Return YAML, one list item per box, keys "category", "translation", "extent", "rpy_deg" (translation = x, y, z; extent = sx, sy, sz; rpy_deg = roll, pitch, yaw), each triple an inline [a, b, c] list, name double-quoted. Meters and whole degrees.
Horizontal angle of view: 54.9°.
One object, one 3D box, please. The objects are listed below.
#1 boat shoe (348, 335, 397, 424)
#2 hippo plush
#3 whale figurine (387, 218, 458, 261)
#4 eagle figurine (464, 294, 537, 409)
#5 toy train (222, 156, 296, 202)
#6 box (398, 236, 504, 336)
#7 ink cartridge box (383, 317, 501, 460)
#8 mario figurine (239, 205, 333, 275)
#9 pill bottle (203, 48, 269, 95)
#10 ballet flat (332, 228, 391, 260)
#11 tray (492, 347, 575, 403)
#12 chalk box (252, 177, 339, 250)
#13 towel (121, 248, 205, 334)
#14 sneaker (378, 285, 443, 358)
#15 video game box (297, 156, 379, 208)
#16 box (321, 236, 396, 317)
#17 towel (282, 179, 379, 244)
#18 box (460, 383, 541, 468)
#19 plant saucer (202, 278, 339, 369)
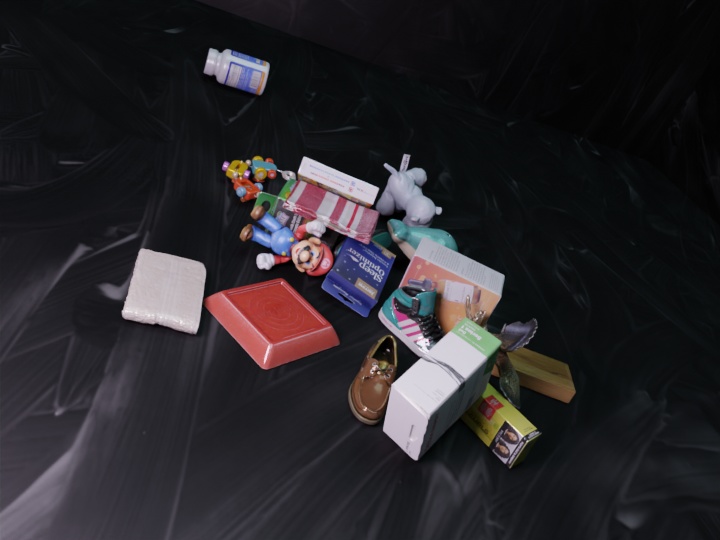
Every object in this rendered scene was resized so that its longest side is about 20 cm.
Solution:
- category: "boat shoe"
  translation: [0.027, 0.186, 1.235]
  extent: [0.071, 0.068, 0.200]
  rpy_deg: [22, 30, -6]
- category: "hippo plush"
  translation: [0.151, -0.190, 1.851]
  extent: [0.159, 0.201, 0.161]
  rpy_deg: [-28, 63, -29]
- category: "whale figurine"
  translation: [0.155, -0.067, 1.674]
  extent: [0.199, 0.104, 0.160]
  rpy_deg: [35, 21, -28]
- category: "eagle figurine"
  translation: [0.269, 0.158, 1.339]
  extent: [0.200, 0.151, 0.152]
  rpy_deg: [26, -23, 52]
- category: "toy train"
  translation: [-0.260, -0.219, 1.720]
  extent: [0.150, 0.056, 0.200]
  rpy_deg: [37, 34, 19]
- category: "box"
  translation: [0.186, 0.049, 1.496]
  extent: [0.199, 0.153, 0.106]
  rpy_deg: [25, 29, 4]
- category: "ink cartridge box"
  translation: [0.135, 0.197, 1.156]
  extent: [0.084, 0.147, 0.200]
  rpy_deg: [36, 53, 26]
- category: "mario figurine"
  translation: [-0.148, -0.055, 1.436]
  extent: [0.199, 0.124, 0.106]
  rpy_deg: [28, 46, -1]
- category: "pill bottle"
  translation: [-0.407, -0.658, 2.276]
  extent: [0.198, 0.113, 0.112]
  rpy_deg: [14, 30, -17]
- category: "ballet flat"
  translation: [-0.010, -0.055, 1.624]
  extent: [0.073, 0.073, 0.199]
  rpy_deg: [39, 38, 26]
- category: "tray"
  translation: [0.355, 0.207, 1.481]
  extent: [0.199, 0.037, 0.099]
  rpy_deg: [22, 29, -6]
- category: "chalk box"
  translation: [-0.141, -0.117, 1.559]
  extent: [0.199, 0.125, 0.124]
  rpy_deg: [24, 29, -3]
- category: "towel"
  translation: [-0.348, 0.036, 1.245]
  extent: [0.131, 0.035, 0.201]
  rpy_deg: [14, 31, -15]
- category: "sneaker"
  translation: [0.135, 0.098, 1.409]
  extent: [0.200, 0.121, 0.083]
  rpy_deg: [38, 31, 23]
- category: "video game box"
  translation: [-0.056, -0.194, 1.608]
  extent: [0.181, 0.047, 0.200]
  rpy_deg: [20, -3, -4]
- category: "box"
  translation: [0.000, 0.000, 1.499]
  extent: [0.121, 0.032, 0.201]
  rpy_deg: [35, 42, -9]
- category: "towel"
  translation: [-0.058, -0.133, 1.499]
  extent: [0.199, 0.023, 0.144]
  rpy_deg: [23, 29, -3]
- category: "box"
  translation: [0.229, 0.257, 1.263]
  extent: [0.050, 0.076, 0.200]
  rpy_deg: [-8, 43, -44]
- category: "plant saucer"
  translation: [-0.161, 0.086, 1.299]
  extent: [0.200, 0.037, 0.199]
  rpy_deg: [42, 33, 28]
